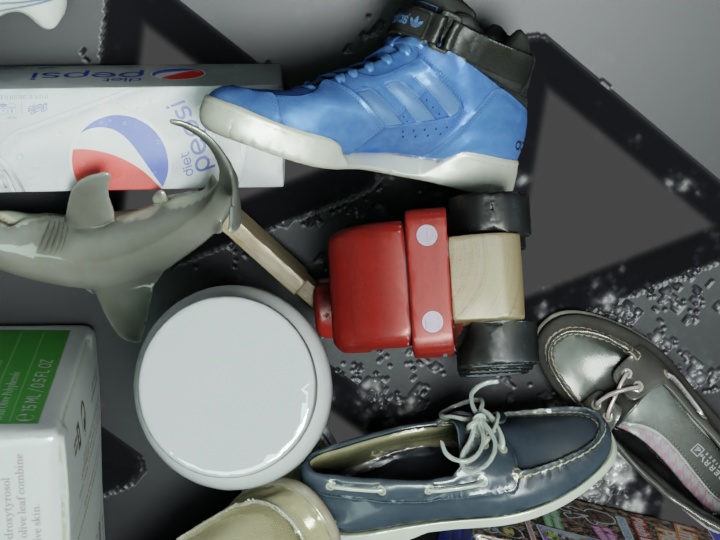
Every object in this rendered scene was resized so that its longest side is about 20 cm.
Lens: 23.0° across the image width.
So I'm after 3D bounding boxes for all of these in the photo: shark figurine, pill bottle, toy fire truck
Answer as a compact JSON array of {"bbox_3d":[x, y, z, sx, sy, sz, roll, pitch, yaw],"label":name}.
[{"bbox_3d":[-0.122,-0.008,1.021,0.213,0.128,0.091,-15,67,34],"label":"shark figurine"},{"bbox_3d":[-0.071,0.068,1.018,0.112,0.200,0.115,0,86,0],"label":"pill bottle"},{"bbox_3d":[0.000,0.000,1.042,0.197,0.176,0.130,-4,85,2],"label":"toy fire truck"}]

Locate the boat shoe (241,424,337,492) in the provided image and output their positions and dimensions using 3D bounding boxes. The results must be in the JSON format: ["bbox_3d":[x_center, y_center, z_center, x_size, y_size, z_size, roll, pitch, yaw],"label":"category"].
[{"bbox_3d":[-0.033,0.181,1.148,0.071,0.062,0.202,-12,107,0],"label":"boat shoe"}]

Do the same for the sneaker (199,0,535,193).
[{"bbox_3d":[0.009,-0.112,1.003,0.198,0.077,0.113,9,99,-22],"label":"sneaker"}]

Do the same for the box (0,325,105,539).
[{"bbox_3d":[-0.245,0.153,1.056,0.169,0.199,0.202,-1,106,-3],"label":"box"}]

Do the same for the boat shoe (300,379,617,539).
[{"bbox_3d":[0.060,0.116,1.096,0.198,0.075,0.062,-11,125,2],"label":"boat shoe"}]

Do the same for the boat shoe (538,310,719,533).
[{"bbox_3d":[0.194,0.100,1.139,0.200,0.057,0.067,41,101,-14],"label":"boat shoe"}]

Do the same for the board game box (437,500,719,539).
[{"bbox_3d":[0.141,0.243,1.160,0.198,0.097,0.161,14,106,-8],"label":"board game box"}]

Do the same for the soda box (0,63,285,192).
[{"bbox_3d":[-0.144,-0.086,1.055,0.197,0.068,0.064,-1,108,-4],"label":"soda box"}]

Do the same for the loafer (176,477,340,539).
[{"bbox_3d":[-0.090,0.195,1.103,0.200,0.068,0.076,-37,92,38],"label":"loafer"}]

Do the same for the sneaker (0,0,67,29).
[{"bbox_3d":[-0.264,-0.157,1.025,0.198,0.075,0.088,-13,113,1],"label":"sneaker"}]
